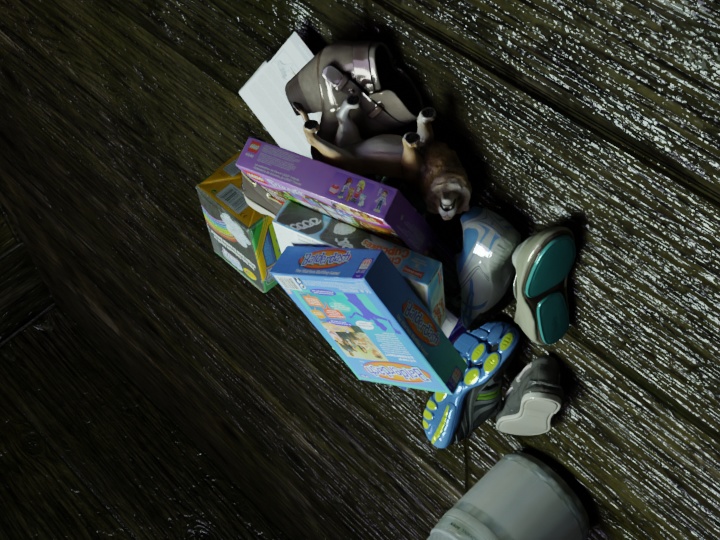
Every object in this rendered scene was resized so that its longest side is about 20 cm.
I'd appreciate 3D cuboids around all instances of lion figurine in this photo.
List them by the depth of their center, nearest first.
[{"bbox_3d":[0.025,-0.122,1.212,0.199,0.073,0.123,18,151,17],"label":"lion figurine"}]

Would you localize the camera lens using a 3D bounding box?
[{"bbox_3d":[0.202,0.363,1.549,0.160,0.200,0.160,42,157,22],"label":"camera lens"}]

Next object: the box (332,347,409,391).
[{"bbox_3d":[0.028,0.062,1.405,0.121,0.048,0.201,29,140,20],"label":"box"}]

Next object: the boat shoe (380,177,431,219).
[{"bbox_3d":[0.047,-0.079,1.341,0.073,0.062,0.200,53,159,-6],"label":"boat shoe"}]

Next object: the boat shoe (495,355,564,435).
[{"bbox_3d":[0.216,0.161,1.418,0.066,0.057,0.200,12,158,-1],"label":"boat shoe"}]

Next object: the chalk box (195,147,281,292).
[{"bbox_3d":[-0.143,-0.065,1.665,0.125,0.124,0.201,38,156,27],"label":"chalk box"}]

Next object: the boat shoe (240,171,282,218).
[{"bbox_3d":[-0.079,-0.094,1.416,0.199,0.072,0.060,27,145,39],"label":"boat shoe"}]

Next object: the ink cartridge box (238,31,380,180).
[{"bbox_3d":[-0.045,-0.184,1.385,0.200,0.044,0.173,52,146,-4],"label":"ink cartridge box"}]

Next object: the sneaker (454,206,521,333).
[{"bbox_3d":[0.138,0.000,1.280,0.073,0.072,0.201,47,157,26],"label":"sneaker"}]

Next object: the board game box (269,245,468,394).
[{"bbox_3d":[0.011,0.055,1.265,0.151,0.045,0.200,4,141,44],"label":"board game box"}]

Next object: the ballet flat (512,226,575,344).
[{"bbox_3d":[0.187,0.007,1.203,0.069,0.069,0.201,38,155,29],"label":"ballet flat"}]

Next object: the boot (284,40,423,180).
[{"bbox_3d":[0.009,-0.163,1.252,0.145,0.071,0.200,-10,130,39],"label":"boot"}]

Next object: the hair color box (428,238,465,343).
[{"bbox_3d":[0.088,0.044,1.456,0.109,0.065,0.200,46,159,12],"label":"hair color box"}]

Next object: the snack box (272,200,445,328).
[{"bbox_3d":[0.000,0.000,1.278,0.199,0.037,0.117,23,152,20],"label":"snack box"}]

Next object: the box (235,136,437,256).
[{"bbox_3d":[-0.025,-0.078,1.253,0.199,0.039,0.137,22,171,28],"label":"box"}]

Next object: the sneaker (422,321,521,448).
[{"bbox_3d":[0.146,0.140,1.424,0.071,0.082,0.201,51,129,36],"label":"sneaker"}]
